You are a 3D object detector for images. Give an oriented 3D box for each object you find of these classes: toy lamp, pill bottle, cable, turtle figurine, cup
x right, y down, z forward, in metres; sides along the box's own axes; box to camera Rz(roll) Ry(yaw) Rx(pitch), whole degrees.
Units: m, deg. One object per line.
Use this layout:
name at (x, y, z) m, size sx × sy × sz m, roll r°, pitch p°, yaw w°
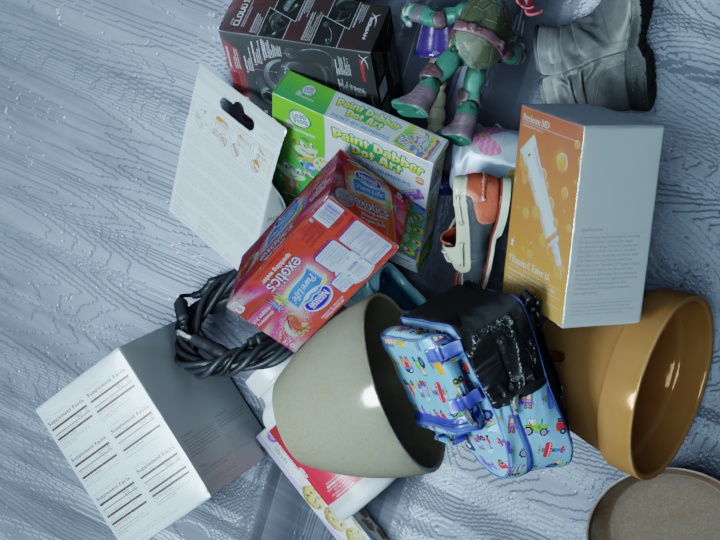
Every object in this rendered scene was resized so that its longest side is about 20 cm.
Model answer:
toy lamp at (0.087, -0.187, 1.669) m, size 0.057 × 0.058 × 0.203 m, roll 4°, pitch 104°, yaw 18°
pill bottle at (-0.042, 0.182, 1.751) m, size 0.112 × 0.112 × 0.201 m, roll -41°, pitch 85°, yaw 21°
cable at (-0.127, 0.053, 1.741) m, size 0.197 × 0.164 × 0.051 m, roll -12°, pitch 130°, yaw 9°
turtle figurine at (0.113, -0.243, 1.583) m, size 0.148 × 0.101 × 0.202 m, roll 25°, pitch 78°, yaw -10°
cup at (-0.012, 0.142, 1.623) m, size 0.142 × 0.200 × 0.202 m, roll -20°, pitch 93°, yaw 20°

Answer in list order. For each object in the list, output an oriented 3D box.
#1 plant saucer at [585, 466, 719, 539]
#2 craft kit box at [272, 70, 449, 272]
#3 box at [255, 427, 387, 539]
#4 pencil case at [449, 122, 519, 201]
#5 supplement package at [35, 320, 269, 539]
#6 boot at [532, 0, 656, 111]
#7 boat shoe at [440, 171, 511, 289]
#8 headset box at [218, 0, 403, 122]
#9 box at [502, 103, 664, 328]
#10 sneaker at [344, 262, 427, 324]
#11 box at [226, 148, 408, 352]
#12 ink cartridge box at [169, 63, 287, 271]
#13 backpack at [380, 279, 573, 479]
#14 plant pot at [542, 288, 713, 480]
plant saucer at (0.351, 0.299, 1.660) m, size 0.198 × 0.037 × 0.203 m, roll 7°, pitch 115°, yaw 15°
craft kit box at (-0.006, -0.108, 1.662) m, size 0.198 × 0.049 × 0.199 m, roll 24°, pitch 144°, yaw 14°
box at (-0.047, 0.264, 1.806) m, size 0.041 × 0.039 × 0.201 m, roll -40°, pitch 86°, yaw 21°
pencil case at (0.195, -0.111, 1.629) m, size 0.198 × 0.091 × 0.084 m, roll 14°, pitch 117°, yaw 17°
supplement package at (-0.241, 0.191, 1.778) m, size 0.146 × 0.191 × 0.201 m, roll -34°, pitch 87°, yaw 22°
boot at (0.245, -0.264, 1.596) m, size 0.130 × 0.070 × 0.203 m, roll 0°, pitch 96°, yaw 24°
boat shoe at (0.119, -0.038, 1.631) m, size 0.062 × 0.072 × 0.201 m, roll 5°, pitch 147°, yaw -3°
headset box at (-0.061, -0.230, 1.661) m, size 0.198 × 0.078 × 0.150 m, roll 11°, pitch 146°, yaw 18°
box at (0.222, -0.058, 1.500) m, size 0.096 × 0.124 × 0.203 m, roll -2°, pitch 106°, yaw -24°
sneaker at (0.000, 0.000, 1.711) m, size 0.199 × 0.074 × 0.082 m, roll 34°, pitch 144°, yaw 1°
box at (-0.047, -0.019, 1.617) m, size 0.099 × 0.096 × 0.200 m, roll 34°, pitch 124°, yaw -15°
ink cartridge box at (-0.143, -0.116, 1.715) m, size 0.162 × 0.050 × 0.202 m, roll 38°, pitch 125°, yaw 32°
backpack at (0.128, 0.127, 1.537) m, size 0.133 × 0.182 × 0.202 m, roll -27°, pitch 103°, yaw -17°
plant pot at (0.274, 0.107, 1.596) m, size 0.139 × 0.199 × 0.203 m, roll 17°, pitch 106°, yaw 32°
